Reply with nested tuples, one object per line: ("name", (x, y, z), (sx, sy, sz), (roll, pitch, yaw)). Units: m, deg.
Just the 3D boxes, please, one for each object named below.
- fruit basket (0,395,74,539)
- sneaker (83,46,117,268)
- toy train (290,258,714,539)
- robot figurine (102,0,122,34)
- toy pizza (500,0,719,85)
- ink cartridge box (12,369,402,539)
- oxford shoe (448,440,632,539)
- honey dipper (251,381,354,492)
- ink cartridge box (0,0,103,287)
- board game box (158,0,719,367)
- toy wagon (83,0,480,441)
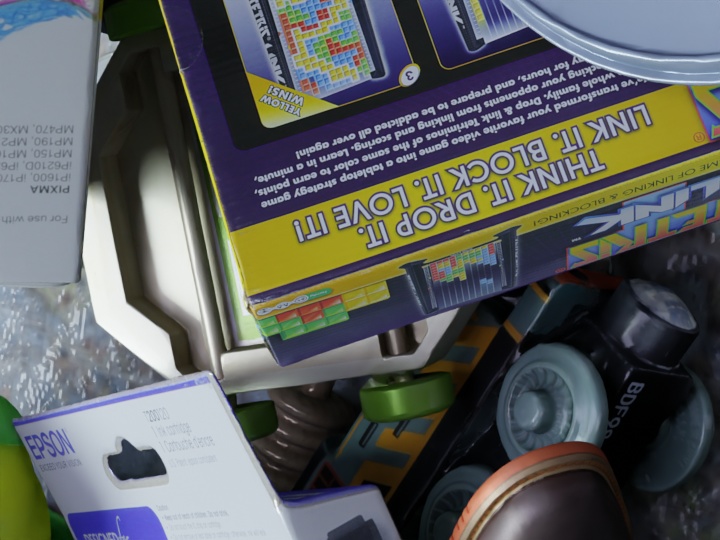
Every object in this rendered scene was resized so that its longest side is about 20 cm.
("fruit basket", (-0.193, 0.128, 0.832), (0.155, 0.215, 0.218), (20, 102, 38))
("sneaker", (-0.079, -0.052, 0.814), (0.199, 0.078, 0.100), (2, 82, 47))
("toy train", (0.041, 0.072, 0.720), (0.114, 0.085, 0.201), (50, 119, 40))
("robot figurine", (-0.080, -0.193, 0.782), (0.150, 0.124, 0.202), (29, 107, 43))
("toy pizza", (0.100, -0.150, 0.540), (0.199, 0.032, 0.202), (-1, 88, 36))
("ink cartridge box", (-0.035, 0.126, 0.700), (0.198, 0.043, 0.201), (-15, 101, 61))
("oxford shoe", (0.069, 0.141, 0.654), (0.073, 0.071, 0.201), (-123, 21, -48))
("honey dipper", (0.000, 0.000, 0.781), (0.038, 0.038, 0.201), (31, 107, 36))
("ink cartridge box", (-0.130, -0.115, 0.651), (0.148, 0.085, 0.201), (-115, 31, -56))
("board game box", (0.042, -0.082, 0.607), (0.198, 0.057, 0.167), (-18, 69, 0))
("toy wagon", (-0.006, -0.026, 0.680), (0.198, 0.040, 0.157), (-10, 94, 23))
